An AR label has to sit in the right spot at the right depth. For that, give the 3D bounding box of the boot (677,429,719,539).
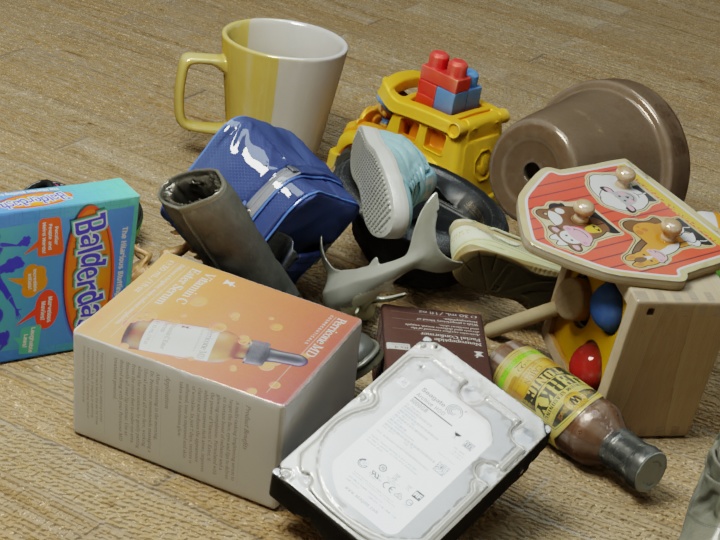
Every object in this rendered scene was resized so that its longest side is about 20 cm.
[{"bbox_3d":[0.291,0.187,1.374,0.067,0.131,0.200,12,25,8],"label":"boot"}]

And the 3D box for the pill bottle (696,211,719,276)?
[{"bbox_3d":[0.399,-0.003,1.832,0.199,0.112,0.111,8,25,-3],"label":"pill bottle"}]

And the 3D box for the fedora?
[{"bbox_3d":[0.055,-0.043,1.816,0.199,0.092,0.201,12,29,-7],"label":"fedora"}]

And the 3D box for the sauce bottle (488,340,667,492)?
[{"bbox_3d":[0.192,0.131,1.536,0.064,0.065,0.200,-12,32,-38],"label":"sauce bottle"}]

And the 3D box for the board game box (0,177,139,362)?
[{"bbox_3d":[-0.301,0.004,1.533,0.199,0.153,0.045,-11,32,-35],"label":"board game box"}]

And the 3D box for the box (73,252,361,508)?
[{"bbox_3d":[-0.121,0.089,1.451,0.199,0.107,0.152,18,33,18],"label":"box"}]

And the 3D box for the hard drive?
[{"bbox_3d":[0.042,0.152,1.373,0.139,0.038,0.200,37,52,21],"label":"hard drive"}]

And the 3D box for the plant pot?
[{"bbox_3d":[0.235,-0.110,1.868,0.200,0.201,0.174,27,20,33],"label":"plant pot"}]

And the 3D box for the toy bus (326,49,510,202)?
[{"bbox_3d":[0.071,-0.168,1.975,0.199,0.193,0.135,26,31,34],"label":"toy bus"}]

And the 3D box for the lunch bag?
[{"bbox_3d":[-0.091,-0.057,1.674,0.132,0.136,0.200,43,12,13],"label":"lunch bag"}]

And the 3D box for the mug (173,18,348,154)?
[{"bbox_3d":[-0.115,-0.209,2.039,0.185,0.154,0.150,13,26,10],"label":"mug"}]

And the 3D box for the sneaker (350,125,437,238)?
[{"bbox_3d":[0.043,-0.092,1.718,0.081,0.074,0.200,6,30,-12],"label":"sneaker"}]

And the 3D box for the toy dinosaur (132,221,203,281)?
[{"bbox_3d":[-0.175,0.007,1.703,0.199,0.061,0.107,10,50,12],"label":"toy dinosaur"}]

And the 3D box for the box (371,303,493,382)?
[{"bbox_3d":[0.064,0.109,1.532,0.099,0.075,0.200,6,27,-5],"label":"box"}]

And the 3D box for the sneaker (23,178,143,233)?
[{"bbox_3d":[-0.298,-0.052,1.728,0.077,0.084,0.199,29,32,35],"label":"sneaker"}]

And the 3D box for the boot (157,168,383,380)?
[{"bbox_3d":[-0.081,0.004,1.523,0.181,0.201,0.073,7,38,44],"label":"boot"}]

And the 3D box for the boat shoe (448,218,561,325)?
[{"bbox_3d":[0.177,0.004,1.730,0.200,0.073,0.063,19,38,-22],"label":"boat shoe"}]

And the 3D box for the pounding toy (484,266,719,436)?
[{"bbox_3d":[0.229,0.045,1.622,0.141,0.185,0.200,1,35,-17],"label":"pounding toy"}]

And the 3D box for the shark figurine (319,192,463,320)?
[{"bbox_3d":[-0.004,-0.001,1.626,0.128,0.214,0.090,-21,82,-28],"label":"shark figurine"}]

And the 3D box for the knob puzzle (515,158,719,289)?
[{"bbox_3d":[0.230,-0.048,1.565,0.218,0.031,0.220,9,34,-6],"label":"knob puzzle"}]
